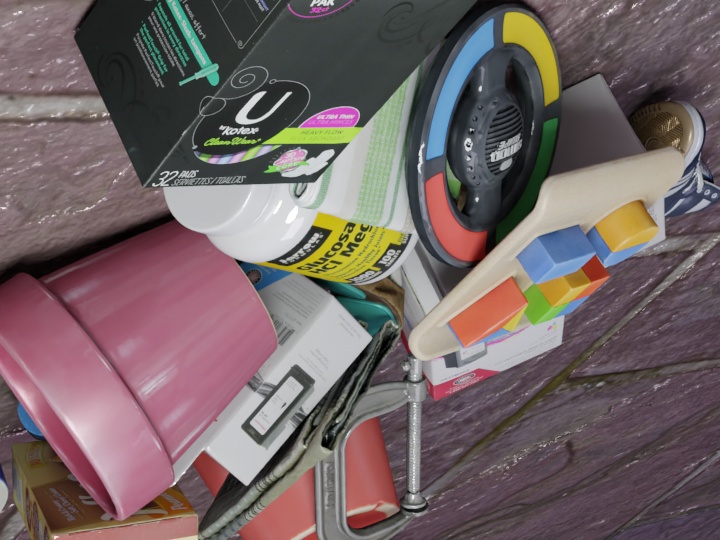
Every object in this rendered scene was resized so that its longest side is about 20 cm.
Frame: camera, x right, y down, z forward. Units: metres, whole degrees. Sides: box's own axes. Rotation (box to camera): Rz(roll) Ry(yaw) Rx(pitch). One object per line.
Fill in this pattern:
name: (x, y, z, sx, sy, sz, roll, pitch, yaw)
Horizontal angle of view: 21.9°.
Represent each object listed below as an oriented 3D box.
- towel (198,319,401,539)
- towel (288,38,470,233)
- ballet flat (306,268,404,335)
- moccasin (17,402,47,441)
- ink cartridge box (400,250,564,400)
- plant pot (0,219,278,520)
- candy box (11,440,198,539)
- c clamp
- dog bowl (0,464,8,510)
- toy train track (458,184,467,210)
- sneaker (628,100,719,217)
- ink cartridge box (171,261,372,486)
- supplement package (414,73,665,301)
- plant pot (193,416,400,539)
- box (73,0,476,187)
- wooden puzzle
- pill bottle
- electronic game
towel: (-0.058, 0.135, 1.581, 0.200, 0.035, 0.193, -42, -171, 36)
towel: (0.021, -0.105, 1.341, 0.031, 0.149, 0.200, 13, -179, 33)
ballet flat: (0.000, 0.000, 1.605, 0.068, 0.072, 0.200, 12, 165, 24)
moccasin: (-0.192, 0.097, 1.596, 0.200, 0.081, 0.068, -23, 162, -5)
ink cartridge box: (0.115, 0.030, 1.763, 0.147, 0.086, 0.200, -23, 159, -6)
plant pot: (-0.170, 0.060, 1.421, 0.179, 0.200, 0.200, -36, 160, -16)
candy box: (-0.211, 0.192, 1.515, 0.115, 0.200, 0.055, -6, 108, -18)
c clamp: (0.030, 0.165, 1.684, 0.171, 0.027, 0.200, -12, 120, -33)
dog bowl: (-0.402, 0.186, 1.569, 0.200, 0.079, 0.200, -21, 157, -10)
toy train track: (0.024, -0.075, 1.494, 0.200, 0.033, 0.115, -22, 119, 12)
sneaker: (0.288, -0.101, 1.676, 0.108, 0.070, 0.200, -11, 160, -21)
ink cartridge box: (-0.101, 0.091, 1.519, 0.200, 0.116, 0.068, -49, 134, -7)
supplement package: (0.142, -0.053, 1.565, 0.200, 0.120, 0.121, -26, 156, -1)
plant pot: (-0.060, 0.183, 1.792, 0.200, 0.177, 0.200, -22, 157, -10)
box: (-0.052, -0.157, 1.134, 0.148, 0.124, 0.200, -5, 149, -43)
wooden puzzle: (0.151, -0.004, 1.435, 0.185, 0.046, 0.200, -15, 152, -46)
pill bottle: (-0.049, -0.055, 1.368, 0.112, 0.113, 0.200, -37, 154, 25)
electronic game: (0.094, -0.099, 1.382, 0.200, 0.042, 0.200, -30, 127, -49)
